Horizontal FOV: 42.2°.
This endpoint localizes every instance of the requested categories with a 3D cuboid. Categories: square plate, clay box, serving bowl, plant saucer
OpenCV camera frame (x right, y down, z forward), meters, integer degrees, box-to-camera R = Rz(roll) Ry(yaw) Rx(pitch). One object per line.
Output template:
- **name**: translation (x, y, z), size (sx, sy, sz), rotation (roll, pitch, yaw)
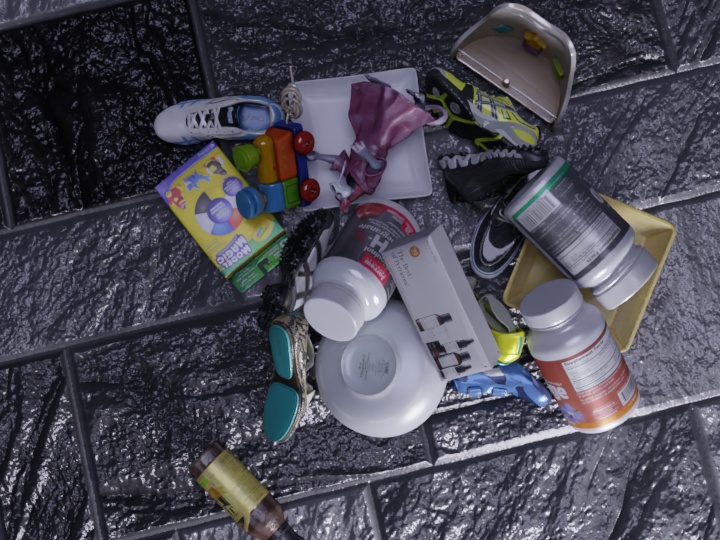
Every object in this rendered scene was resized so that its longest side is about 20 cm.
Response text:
- **square plate**: translation (-0.002, -0.196, 1.409), size (0.198, 0.028, 0.200), rotation (-7, 83, 0)
- **clay box**: translation (-0.199, -0.078, 1.387), size (0.115, 0.048, 0.200), rotation (-39, 84, -4)
- **serving bowl**: translation (0.022, 0.135, 1.322), size (0.198, 0.066, 0.202), rotation (-3, 81, 18)
- **plant saucer**: translation (0.330, -0.010, 1.364), size (0.199, 0.048, 0.201), rotation (22, 91, 1)

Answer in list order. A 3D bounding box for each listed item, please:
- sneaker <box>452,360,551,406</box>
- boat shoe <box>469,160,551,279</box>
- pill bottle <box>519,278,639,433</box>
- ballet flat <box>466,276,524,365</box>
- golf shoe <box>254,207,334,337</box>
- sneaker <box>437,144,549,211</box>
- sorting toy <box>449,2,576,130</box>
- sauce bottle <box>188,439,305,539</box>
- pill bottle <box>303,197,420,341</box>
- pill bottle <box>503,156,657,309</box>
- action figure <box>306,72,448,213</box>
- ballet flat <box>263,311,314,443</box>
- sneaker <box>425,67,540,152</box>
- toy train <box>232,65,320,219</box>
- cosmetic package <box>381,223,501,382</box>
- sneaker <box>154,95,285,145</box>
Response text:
- **sneaker**: translation (0.179, 0.153, 1.347), size (0.199, 0.074, 0.083), rotation (27, 82, 12)
- **boat shoe**: translation (0.220, -0.083, 1.372), size (0.072, 0.071, 0.201), rotation (27, 84, 3)
- **pill bottle**: translation (0.300, 0.117, 1.294), size (0.112, 0.112, 0.201), rotation (-32, 109, -3)
- **ballet flat**: translation (0.159, 0.050, 1.327), size (0.066, 0.067, 0.200), rotation (-18, 49, -38)
- **golf shoe**: translation (-0.075, 0.008, 1.365), size (0.094, 0.078, 0.201), rotation (24, 96, -29)
- **sneaker**: translation (0.193, -0.131, 1.339), size (0.066, 0.199, 0.091), rotation (-9, 96, -39)
- **sorting toy**: translation (0.243, -0.319, 1.345), size (0.199, 0.180, 0.107), rotation (36, 85, 4)
- **sauce bottle**: translation (-0.157, 0.333, 1.330), size (0.200, 0.065, 0.065), rotation (44, 86, 7)
- **pill bottle**: translation (0.000, 0.000, 1.303), size (0.110, 0.111, 0.201), rotation (29, 52, 4)
- **pill bottle**: translation (0.303, -0.049, 1.283), size (0.200, 0.113, 0.113), rotation (45, 86, 0)
- **action figure**: translation (0.013, -0.176, 1.362), size (0.148, 0.134, 0.202), rotation (15, 98, -40)
- **ballet flat**: translation (-0.095, 0.151, 1.339), size (0.067, 0.075, 0.202), rotation (20, 117, 34)
- **sneaker**: translation (0.181, -0.236, 1.400), size (0.200, 0.075, 0.076), rotation (42, 65, 2)
- **toy train**: translation (-0.131, -0.177, 1.316), size (0.115, 0.084, 0.202), rotation (-26, 120, -38)
- **cosmetic package**: translation (0.109, 0.046, 1.256), size (0.082, 0.051, 0.201), rotation (-20, 102, 30)
- **sneaker**: translation (-0.213, -0.228, 1.393), size (0.198, 0.072, 0.073), rotation (-4, 85, 1)
